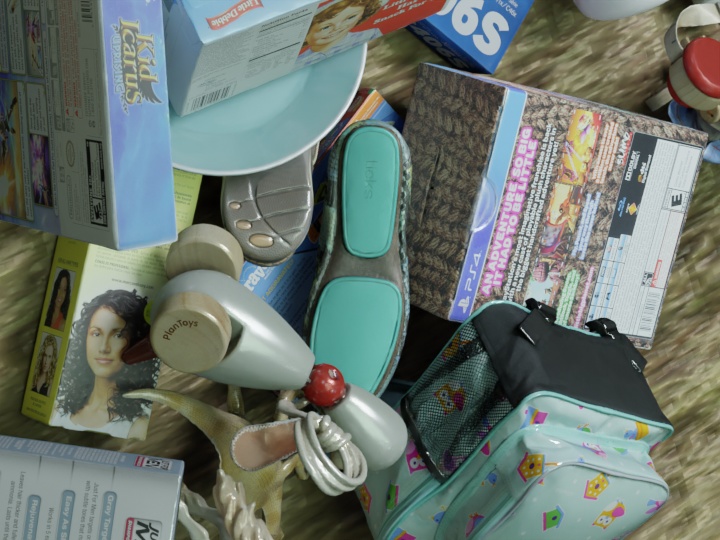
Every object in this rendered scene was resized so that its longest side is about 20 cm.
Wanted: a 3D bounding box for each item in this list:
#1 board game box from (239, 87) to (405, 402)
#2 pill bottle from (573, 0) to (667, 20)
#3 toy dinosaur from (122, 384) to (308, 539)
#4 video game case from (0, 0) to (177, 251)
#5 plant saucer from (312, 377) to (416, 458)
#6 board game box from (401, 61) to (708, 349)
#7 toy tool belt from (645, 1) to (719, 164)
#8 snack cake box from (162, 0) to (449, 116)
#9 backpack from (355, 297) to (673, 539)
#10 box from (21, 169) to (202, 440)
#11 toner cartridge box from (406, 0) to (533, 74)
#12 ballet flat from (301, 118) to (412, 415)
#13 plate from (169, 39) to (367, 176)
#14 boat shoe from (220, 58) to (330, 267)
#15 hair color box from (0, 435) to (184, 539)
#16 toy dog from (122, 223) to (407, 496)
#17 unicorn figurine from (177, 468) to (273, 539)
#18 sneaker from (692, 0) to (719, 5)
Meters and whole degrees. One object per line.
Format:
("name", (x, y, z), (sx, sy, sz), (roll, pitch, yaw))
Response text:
("board game box", (-0.021, -0.016, 1.607), (0.103, 0.019, 0.200), (46, 73, -30))
("pill bottle", (0.162, -0.284, 1.630), (0.111, 0.111, 0.201), (-40, 116, -21))
("toy dinosaur", (-0.075, 0.113, 1.548), (0.102, 0.058, 0.200), (-63, 141, -30))
("video game case", (-0.174, -0.122, 1.402), (0.045, 0.181, 0.202), (-9, 102, -32))
("plant saucer", (0.047, 0.116, 1.667), (0.199, 0.019, 0.070), (13, 94, -32))
("board game box", (0.124, -0.043, 1.627), (0.199, 0.097, 0.161), (9, 98, -39))
("toy tool belt", (0.277, -0.125, 1.714), (0.199, 0.123, 0.126), (-9, 70, -37))
("snack cake box", (-0.032, -0.178, 1.446), (0.199, 0.115, 0.068), (-23, 76, -19))
("backpack", (0.095, 0.135, 1.575), (0.175, 0.200, 0.154), (13, 47, -46))
("box", (-0.158, 0.004, 1.507), (0.075, 0.050, 0.202), (11, 91, -33))
("toner cartridge box", (0.035, -0.228, 1.599), (0.200, 0.043, 0.095), (36, 77, -30))
("ballet flat", (0.000, 0.000, 1.571), (0.074, 0.074, 0.202), (10, 90, -32))
("plate", (-0.095, -0.151, 1.499), (0.198, 0.026, 0.202), (4, 70, -11))
("boat shoe", (-0.061, -0.096, 1.543), (0.074, 0.073, 0.202), (10, 71, -4))
("hair color box", (-0.213, 0.156, 1.436), (0.198, 0.061, 0.100), (8, 93, -2))
("toy dog", (-0.072, 0.071, 1.481), (0.200, 0.096, 0.132), (51, 30, 0))
("unicorn figurine", (-0.106, 0.217, 1.530), (0.137, 0.200, 0.074), (45, 57, 3))
("sneaker", (0.295, -0.288, 1.733), (0.087, 0.075, 0.201), (35, 77, -31))
